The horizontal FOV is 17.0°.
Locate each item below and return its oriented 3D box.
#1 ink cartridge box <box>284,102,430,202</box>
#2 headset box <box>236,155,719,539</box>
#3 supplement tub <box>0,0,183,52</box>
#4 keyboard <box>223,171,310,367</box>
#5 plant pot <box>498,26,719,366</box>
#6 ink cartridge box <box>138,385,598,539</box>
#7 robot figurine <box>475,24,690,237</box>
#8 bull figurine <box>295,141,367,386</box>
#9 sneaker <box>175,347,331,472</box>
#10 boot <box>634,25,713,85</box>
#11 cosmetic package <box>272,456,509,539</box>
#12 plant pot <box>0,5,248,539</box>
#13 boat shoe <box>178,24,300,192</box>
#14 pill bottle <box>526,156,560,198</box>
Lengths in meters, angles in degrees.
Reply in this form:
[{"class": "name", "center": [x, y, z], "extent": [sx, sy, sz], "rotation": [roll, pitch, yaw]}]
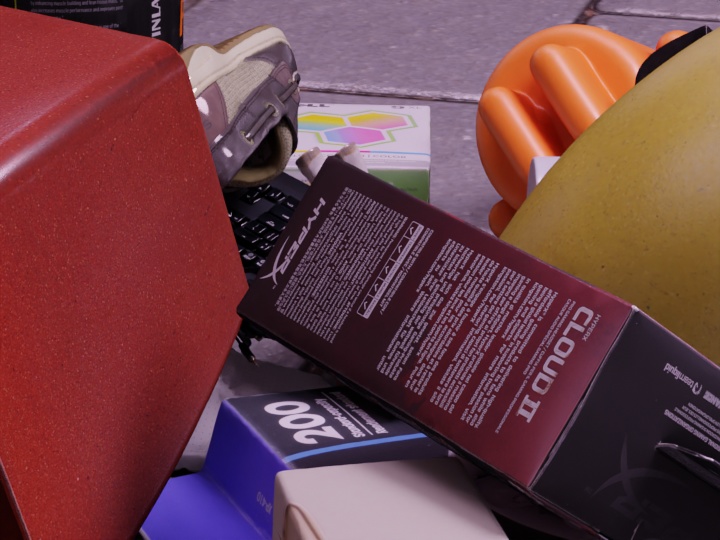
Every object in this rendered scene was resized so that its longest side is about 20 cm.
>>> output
[{"class": "ink cartridge box", "center": [-0.009, -0.063, 1.468], "extent": [0.103, 0.060, 0.200], "rotation": [1, 19, 2]}, {"class": "headset box", "center": [0.072, 0.046, 0.895], "extent": [0.148, 0.075, 0.200], "rotation": [33, -3, -41]}, {"class": "supplement tub", "center": [-0.150, -0.138, 1.223], "extent": [0.122, 0.201, 0.123], "rotation": [1, 19, 0]}, {"class": "keyboard", "center": [-0.034, -0.007, 1.085], "extent": [0.200, 0.040, 0.104], "rotation": [28, 53, 34]}, {"class": "plant pot", "center": [0.146, 0.005, 1.115], "extent": [0.141, 0.201, 0.200], "rotation": [-23, 16, 9]}, {"class": "ink cartridge box", "center": [0.017, 0.101, 1.006], "extent": [0.199, 0.044, 0.198], "rotation": [-8, 22, -23]}, {"class": "robot figurine", "center": [0.139, -0.078, 1.395], "extent": [0.116, 0.145, 0.200], "rotation": [17, 5, 28]}, {"class": "bull figurine", "center": [0.000, 0.000, 1.193], "extent": [0.065, 0.122, 0.200], "rotation": [-34, -4, 8]}, {"class": "sneaker", "center": [-0.108, 0.043, 1.115], "extent": [0.199, 0.081, 0.070], "rotation": [7, 18, 4]}, {"class": "boot", "center": [0.275, -0.080, 1.312], "extent": [0.188, 0.200, 0.069], "rotation": [-27, 51, 26]}, {"class": "cosmetic package", "center": [0.022, 0.146, 0.776], "extent": [0.073, 0.104, 0.200], "rotation": [-3, 18, -12]}, {"class": "plant pot", "center": [-0.159, -0.002, 0.980], "extent": [0.199, 0.201, 0.176], "rotation": [15, 43, 36]}, {"class": "boat shoe", "center": [-0.062, -0.067, 1.108], "extent": [0.072, 0.066, 0.201], "rotation": [-36, 0, 13]}, {"class": "pill bottle", "center": [0.188, -0.018, 1.259], "extent": [0.199, 0.113, 0.112], "rotation": [1, 18, 0]}]
